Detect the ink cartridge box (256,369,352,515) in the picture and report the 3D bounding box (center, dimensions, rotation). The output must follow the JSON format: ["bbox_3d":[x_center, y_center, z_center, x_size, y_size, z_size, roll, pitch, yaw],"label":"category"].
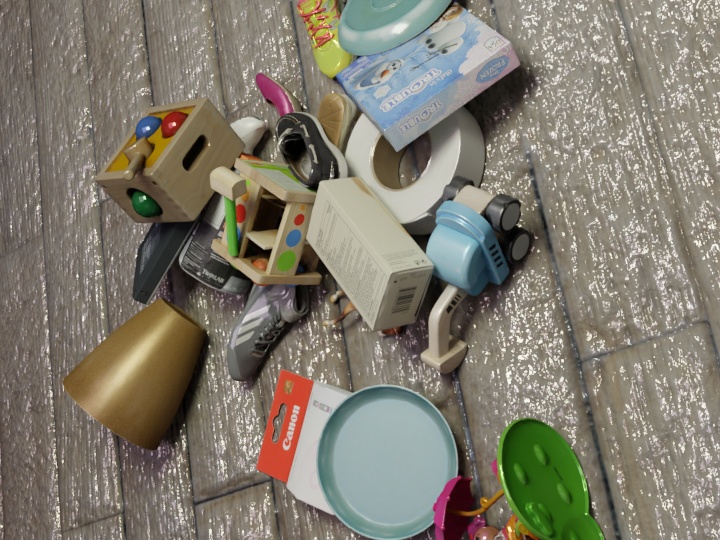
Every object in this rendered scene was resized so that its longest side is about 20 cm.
[{"bbox_3d":[-0.076,0.244,1.479,0.198,0.057,0.165,14,89,34],"label":"ink cartridge box"}]

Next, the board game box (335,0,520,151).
[{"bbox_3d":[0.085,-0.272,1.385,0.199,0.044,0.199,-35,39,0],"label":"board game box"}]

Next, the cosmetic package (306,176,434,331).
[{"bbox_3d":[0.009,-0.026,1.360,0.201,0.070,0.106,54,141,37],"label":"cosmetic package"}]

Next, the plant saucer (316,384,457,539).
[{"bbox_3d":[0.037,0.255,1.362,0.198,0.027,0.203,-2,83,19],"label":"plant saucer"}]

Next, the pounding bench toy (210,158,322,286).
[{"bbox_3d":[-0.146,-0.062,1.450,0.124,0.199,0.158,34,112,39],"label":"pounding bench toy"}]

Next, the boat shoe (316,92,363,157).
[{"bbox_3d":[-0.036,-0.168,1.526,0.074,0.069,0.202,42,127,35],"label":"boat shoe"}]

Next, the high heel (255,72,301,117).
[{"bbox_3d":[-0.124,-0.227,1.609,0.096,0.067,0.200,-47,68,7],"label":"high heel"}]

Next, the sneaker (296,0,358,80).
[{"bbox_3d":[-0.063,-0.388,1.581,0.078,0.090,0.202,-25,67,29],"label":"sneaker"}]

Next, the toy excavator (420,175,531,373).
[{"bbox_3d":[0.128,0.010,1.328,0.099,0.195,0.200,28,69,38],"label":"toy excavator"}]

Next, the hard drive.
[{"bbox_3d":[-0.309,-0.062,1.641,0.201,0.033,0.140,-54,26,29],"label":"hard drive"}]

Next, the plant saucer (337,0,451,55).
[{"bbox_3d":[0.048,-0.391,1.478,0.198,0.027,0.201,-22,40,20],"label":"plant saucer"}]

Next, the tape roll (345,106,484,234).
[{"bbox_3d":[0.075,-0.154,1.434,0.201,0.070,0.205,-10,74,36],"label":"tape roll"}]

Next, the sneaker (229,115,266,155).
[{"bbox_3d":[-0.206,-0.164,1.665,0.087,0.074,0.201,50,120,26],"label":"sneaker"}]

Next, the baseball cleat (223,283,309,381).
[{"bbox_3d":[-0.140,0.081,1.550,0.106,0.069,0.202,17,91,39],"label":"baseball cleat"}]

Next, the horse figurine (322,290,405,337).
[{"bbox_3d":[0.000,0.000,1.473,0.132,0.050,0.203,-10,76,42],"label":"horse figurine"}]

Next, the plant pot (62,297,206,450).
[{"bbox_3d":[-0.343,0.151,1.639,0.186,0.186,0.201,36,88,37],"label":"plant pot"}]

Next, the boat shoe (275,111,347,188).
[{"bbox_3d":[-0.086,-0.174,1.471,0.200,0.060,0.074,54,132,45],"label":"boat shoe"}]

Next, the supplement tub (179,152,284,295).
[{"bbox_3d":[-0.191,-0.075,1.590,0.122,0.122,0.202,34,100,37],"label":"supplement tub"}]

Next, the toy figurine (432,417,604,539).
[{"bbox_3d":[0.175,0.305,1.244,0.184,0.150,0.201,-37,84,41],"label":"toy figurine"}]

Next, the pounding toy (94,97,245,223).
[{"bbox_3d":[-0.298,-0.160,1.513,0.183,0.142,0.201,1,51,44],"label":"pounding toy"}]
